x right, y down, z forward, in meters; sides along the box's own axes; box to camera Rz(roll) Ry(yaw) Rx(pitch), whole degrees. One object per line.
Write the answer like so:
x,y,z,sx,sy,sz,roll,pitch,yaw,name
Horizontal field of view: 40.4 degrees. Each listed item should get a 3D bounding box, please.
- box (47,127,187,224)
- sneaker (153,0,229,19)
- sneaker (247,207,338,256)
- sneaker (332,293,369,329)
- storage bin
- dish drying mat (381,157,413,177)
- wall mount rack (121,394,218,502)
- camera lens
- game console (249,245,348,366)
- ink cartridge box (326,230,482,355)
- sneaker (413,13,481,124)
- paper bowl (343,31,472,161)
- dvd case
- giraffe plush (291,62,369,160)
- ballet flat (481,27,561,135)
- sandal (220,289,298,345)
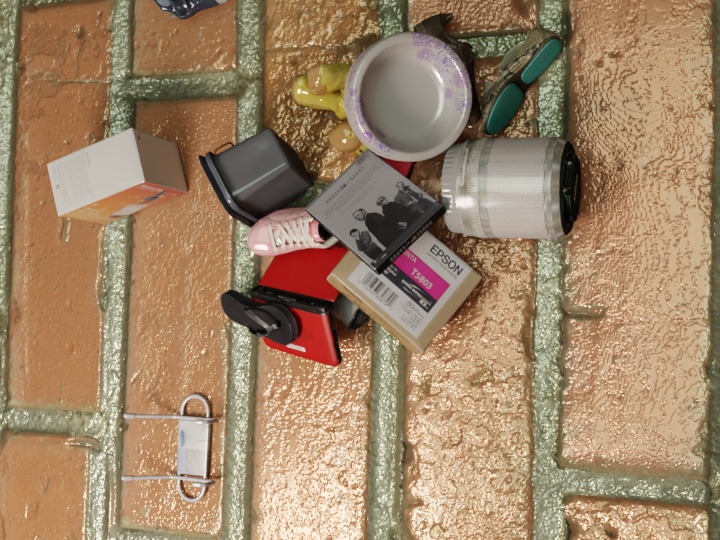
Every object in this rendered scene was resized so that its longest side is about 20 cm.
-0.457,-0.174,1.844,0.199,0.152,0.107,-18,80,20,box
-0.346,-0.579,1.863,0.146,0.077,0.203,-21,81,17,sneaker
-0.105,-0.070,1.684,0.199,0.105,0.076,-13,99,4,sneaker
0.000,0.000,1.698,0.087,0.074,0.201,31,97,26,sneaker
-0.178,-0.174,1.721,0.134,0.200,0.146,-30,76,6,storage bin
0.050,-0.174,1.715,0.077,0.018,0.201,26,98,24,dish drying mat
-0.350,0.330,1.814,0.173,0.075,0.201,1,86,22,wall mount rack
0.244,-0.131,1.558,0.199,0.160,0.161,2,88,21,camera lens
-0.087,0.054,1.722,0.199,0.118,0.173,11,122,44,game console
0.072,0.013,1.606,0.200,0.075,0.165,40,79,0,ink cartridge box
0.165,-0.346,1.652,0.075,0.070,0.201,-29,84,2,sneaker
0.071,-0.277,1.574,0.199,0.104,0.202,-2,97,-14,paper bowl
0.021,-0.098,1.577,0.150,0.025,0.200,-43,50,-6,dvd case
-0.010,-0.268,1.682,0.199,0.173,0.163,-12,92,-4,giraffe plush
0.252,-0.318,1.625,0.200,0.068,0.075,-54,49,5,ballet flat
-0.183,0.090,1.720,0.200,0.043,0.076,14,124,43,sandal
